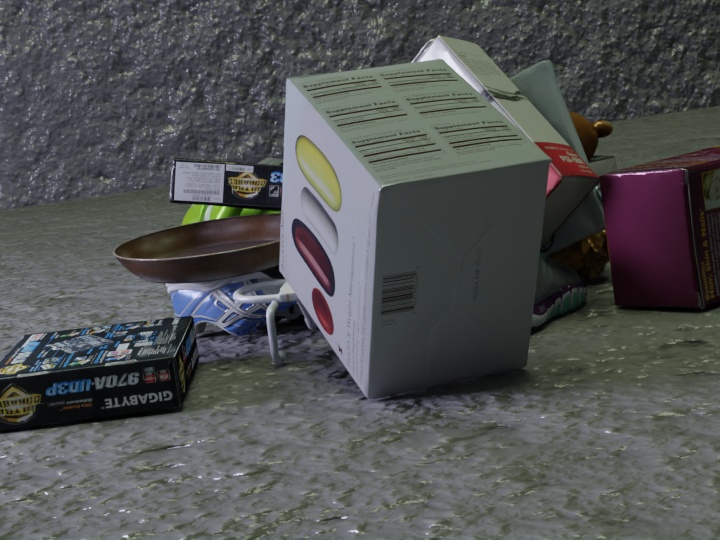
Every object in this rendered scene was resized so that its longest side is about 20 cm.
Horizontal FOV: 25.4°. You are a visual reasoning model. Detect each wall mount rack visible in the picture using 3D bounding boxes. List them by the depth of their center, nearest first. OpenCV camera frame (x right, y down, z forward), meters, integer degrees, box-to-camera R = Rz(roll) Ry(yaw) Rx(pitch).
[{"bbox_3d":[-0.009,0.035,1.465,0.199,0.075,0.174,-5,12,11],"label":"wall mount rack"}]

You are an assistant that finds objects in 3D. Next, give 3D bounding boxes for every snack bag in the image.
[{"bbox_3d":[0.144,-0.093,1.596,0.200,0.189,0.021,-28,-15,33],"label":"snack bag"}]

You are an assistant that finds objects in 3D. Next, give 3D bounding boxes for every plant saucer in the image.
[{"bbox_3d":[-0.137,-0.020,1.536,0.200,0.032,0.200,-8,12,2],"label":"plant saucer"}]

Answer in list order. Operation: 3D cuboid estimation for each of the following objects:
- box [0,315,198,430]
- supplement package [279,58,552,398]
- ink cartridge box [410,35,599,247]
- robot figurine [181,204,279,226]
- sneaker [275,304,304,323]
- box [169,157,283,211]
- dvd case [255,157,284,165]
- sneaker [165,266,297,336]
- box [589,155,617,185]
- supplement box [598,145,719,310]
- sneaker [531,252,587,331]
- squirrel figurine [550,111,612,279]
[{"bbox_3d":[-0.225,0.084,1.367,0.159,0.046,0.200,-7,8,-1],"label":"box"},{"bbox_3d":[0.036,-0.040,1.283,0.147,0.192,0.200,-9,33,-20],"label":"supplement package"},{"bbox_3d":[0.111,-0.108,1.555,0.083,0.200,0.147,-2,-42,-54],"label":"ink cartridge box"},{"bbox_3d":[-0.122,-0.036,1.858,0.199,0.116,0.175,-3,-6,21],"label":"robot figurine"},{"bbox_3d":[0.000,0.000,1.605,0.199,0.091,0.066,-5,9,12],"label":"sneaker"},{"bbox_3d":[-0.076,-0.084,1.629,0.198,0.050,0.200,6,3,6],"label":"box"},{"bbox_3d":[-0.025,-0.096,1.805,0.199,0.025,0.150,8,11,7],"label":"dvd case"},{"bbox_3d":[-0.097,0.021,1.576,0.200,0.077,0.076,-4,10,25],"label":"sneaker"},{"bbox_3d":[0.222,-0.075,1.859,0.060,0.117,0.200,-13,12,-25],"label":"box"},{"bbox_3d":[0.332,-0.045,1.514,0.200,0.131,0.103,-14,9,-43],"label":"supplement box"},{"bbox_3d":[0.163,-0.001,1.492,0.074,0.088,0.200,-3,9,21],"label":"sneaker"},{"bbox_3d":[0.207,-0.089,1.671,0.141,0.200,0.187,-36,-4,-27],"label":"squirrel figurine"}]
